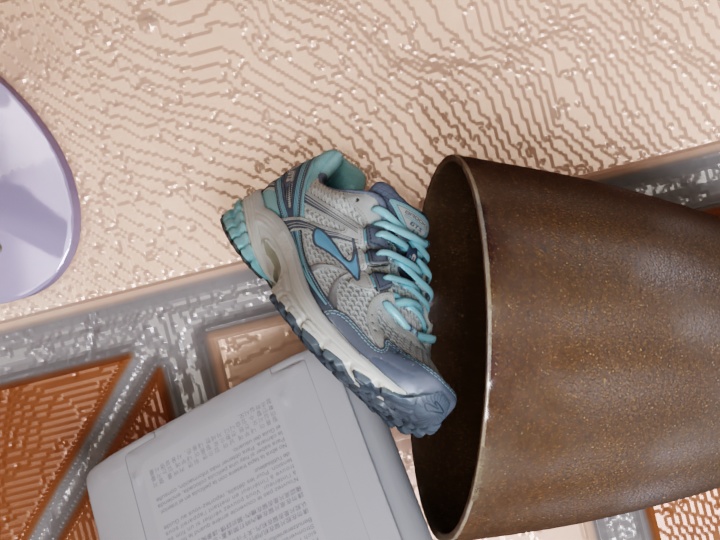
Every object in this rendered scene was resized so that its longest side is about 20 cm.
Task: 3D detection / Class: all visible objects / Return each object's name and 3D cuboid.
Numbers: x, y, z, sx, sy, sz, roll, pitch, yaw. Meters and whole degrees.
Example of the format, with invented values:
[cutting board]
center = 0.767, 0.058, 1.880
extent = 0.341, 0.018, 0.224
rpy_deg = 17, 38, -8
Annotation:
[plant pot]
center = 0.137, 0.040, 0.870
extent = 0.199, 0.187, 0.188
rpy_deg = 2, 93, -10
[toy table]
center = -0.246, -0.060, 0.915
extent = 0.199, 0.117, 0.184
rpy_deg = 26, 95, 4
[photo printer]
center = -0.043, 0.153, 0.879
extent = 0.166, 0.069, 0.200
rpy_deg = -29, 49, 7
[sneaker]
center = 0.000, 0.000, 0.869
extent = 0.086, 0.200, 0.078
rpy_deg = -41, 132, 1
